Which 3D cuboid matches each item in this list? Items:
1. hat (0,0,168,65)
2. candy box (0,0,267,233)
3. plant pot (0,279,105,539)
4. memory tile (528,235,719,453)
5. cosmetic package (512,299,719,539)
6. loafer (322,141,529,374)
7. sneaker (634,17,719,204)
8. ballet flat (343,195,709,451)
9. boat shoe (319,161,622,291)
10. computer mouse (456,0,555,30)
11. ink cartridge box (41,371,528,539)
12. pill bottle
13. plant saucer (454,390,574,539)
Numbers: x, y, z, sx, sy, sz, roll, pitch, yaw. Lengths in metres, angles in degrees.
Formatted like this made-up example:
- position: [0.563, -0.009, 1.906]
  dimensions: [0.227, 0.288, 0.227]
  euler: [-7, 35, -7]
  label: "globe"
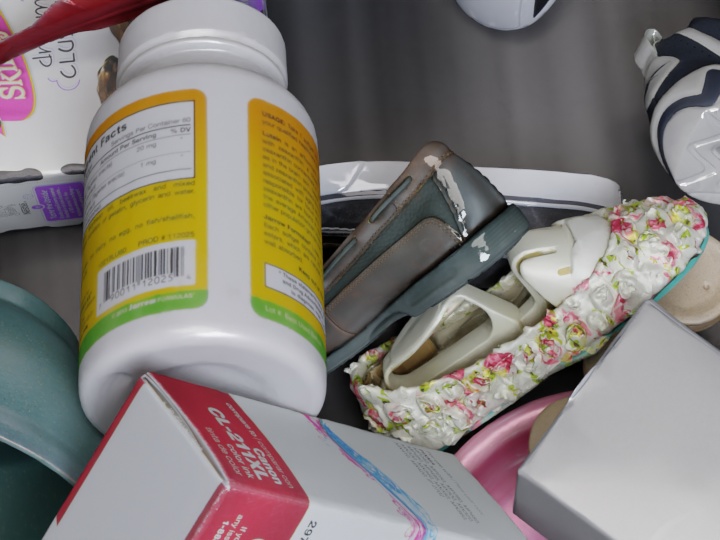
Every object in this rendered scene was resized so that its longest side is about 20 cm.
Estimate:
- position: [-0.064, -0.141, 1.159]
  dimensions: [0.199, 0.166, 0.177]
  euler: [27, 115, 13]
  label: "hat"
- position: [-0.146, -0.114, 1.208]
  dimensions: [0.198, 0.072, 0.169]
  euler: [-7, 70, -1]
  label: "candy box"
- position: [-0.196, 0.086, 1.089]
  dimensions: [0.199, 0.201, 0.135]
  euler: [3, 44, 3]
  label: "plant pot"
- position: [0.193, 0.083, 1.103]
  dimensions: [0.199, 0.017, 0.154]
  euler: [33, 74, 13]
  label: "memory tile"
- position: [0.175, 0.118, 1.039]
  dimensions: [0.200, 0.090, 0.107]
  euler: [37, 75, 16]
  label: "cosmetic package"
- position: [0.000, 0.000, 1.106]
  dimensions: [0.063, 0.200, 0.072]
  euler: [53, 45, -3]
  label: "loafer"
- position: [0.223, -0.079, 1.180]
  dimensions: [0.198, 0.080, 0.130]
  euler: [6, 35, -21]
  label: "sneaker"
- position: [0.075, 0.021, 1.113]
  dimensions: [0.200, 0.064, 0.076]
  euler: [-39, 29, 15]
  label: "ballet flat"
- position: [0.035, -0.010, 1.170]
  dimensions: [0.198, 0.072, 0.068]
  euler: [2, 69, -5]
  label: "boat shoe"
- position: [0.100, -0.220, 1.205]
  dimensions: [0.109, 0.044, 0.201]
  euler: [28, 104, 22]
  label: "computer mouse"
- position: [-0.039, 0.142, 1.013]
  dimensions: [0.083, 0.199, 0.146]
  euler: [45, 109, 43]
  label: "ink cartridge box"
- position: [-0.073, -0.024, 1.068]
  dimensions: [0.110, 0.111, 0.201]
  euler: [-3, 56, 1]
  label: "pill bottle"
- position: [0.119, 0.159, 1.113]
  dimensions: [0.199, 0.051, 0.202]
  euler: [-1, 70, 2]
  label: "plant saucer"
